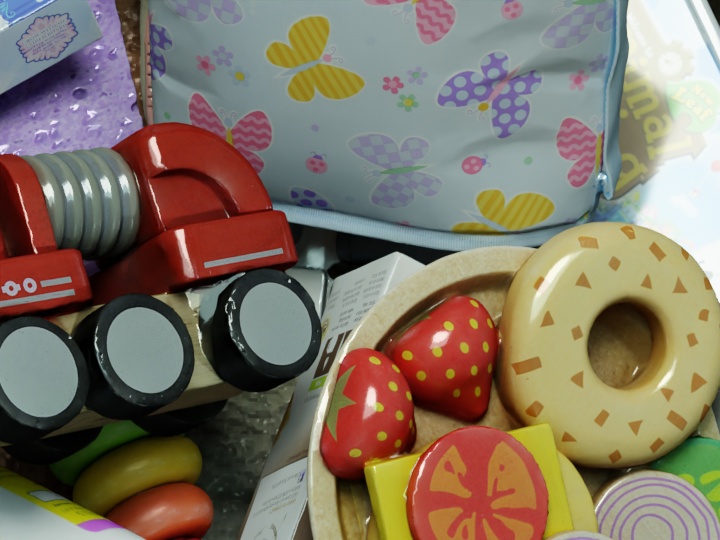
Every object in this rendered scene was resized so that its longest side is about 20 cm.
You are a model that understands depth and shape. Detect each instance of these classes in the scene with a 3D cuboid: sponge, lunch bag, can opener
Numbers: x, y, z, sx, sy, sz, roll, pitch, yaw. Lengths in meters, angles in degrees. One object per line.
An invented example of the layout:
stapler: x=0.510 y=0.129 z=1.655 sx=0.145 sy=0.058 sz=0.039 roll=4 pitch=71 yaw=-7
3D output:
sponge: x=-0.164 y=-0.094 z=1.296 sx=0.111 sy=0.030 sz=0.201 roll=-11 pitch=65 yaw=-7
lunch bag: x=0.017 y=-0.108 z=1.171 sx=0.198 sy=0.171 sz=0.127 roll=11 pitch=40 yaw=15
can opener: x=0.000 y=0.000 z=1.212 sx=0.198 sy=0.067 sz=0.054 roll=4 pitch=84 yaw=20

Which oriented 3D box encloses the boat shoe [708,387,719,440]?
boat shoe: x=0.164 y=0.055 z=1.189 sx=0.060 sy=0.072 sz=0.203 roll=17 pitch=90 yaw=2

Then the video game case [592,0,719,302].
video game case: x=0.089 y=-0.054 z=1.254 sx=0.181 sy=0.022 sz=0.201 roll=-24 pitch=74 yaw=2

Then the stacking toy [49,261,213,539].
stacking toy: x=-0.103 y=0.076 z=1.191 sx=0.085 sy=0.085 sz=0.201 roll=-21 pitch=70 yaw=-12

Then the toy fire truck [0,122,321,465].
toy fire truck: x=-0.134 y=-0.025 z=1.122 sx=0.175 sy=0.128 sz=0.201 roll=-11 pitch=80 yaw=-38

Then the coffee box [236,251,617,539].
coffee box: x=0.014 y=0.111 z=1.141 sx=0.114 sy=0.080 sz=0.201 roll=27 pitch=72 yaw=-16

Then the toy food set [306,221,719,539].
toy food set: x=0.072 y=0.087 z=1.100 sx=0.199 sy=0.049 sz=0.200 roll=-12 pitch=88 yaw=-28

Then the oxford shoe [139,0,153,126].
oxford shoe: x=-0.073 y=-0.145 z=1.312 sx=0.070 sy=0.074 sz=0.202 roll=15 pitch=77 yaw=-25

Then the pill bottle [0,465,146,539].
pill bottle: x=-0.183 y=0.121 z=1.139 sx=0.199 sy=0.105 sz=0.105 roll=24 pitch=65 yaw=25

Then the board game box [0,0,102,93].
board game box: x=-0.249 y=-0.134 z=1.270 sx=0.199 sy=0.041 sz=0.200 roll=-31 pitch=57 yaw=-7
